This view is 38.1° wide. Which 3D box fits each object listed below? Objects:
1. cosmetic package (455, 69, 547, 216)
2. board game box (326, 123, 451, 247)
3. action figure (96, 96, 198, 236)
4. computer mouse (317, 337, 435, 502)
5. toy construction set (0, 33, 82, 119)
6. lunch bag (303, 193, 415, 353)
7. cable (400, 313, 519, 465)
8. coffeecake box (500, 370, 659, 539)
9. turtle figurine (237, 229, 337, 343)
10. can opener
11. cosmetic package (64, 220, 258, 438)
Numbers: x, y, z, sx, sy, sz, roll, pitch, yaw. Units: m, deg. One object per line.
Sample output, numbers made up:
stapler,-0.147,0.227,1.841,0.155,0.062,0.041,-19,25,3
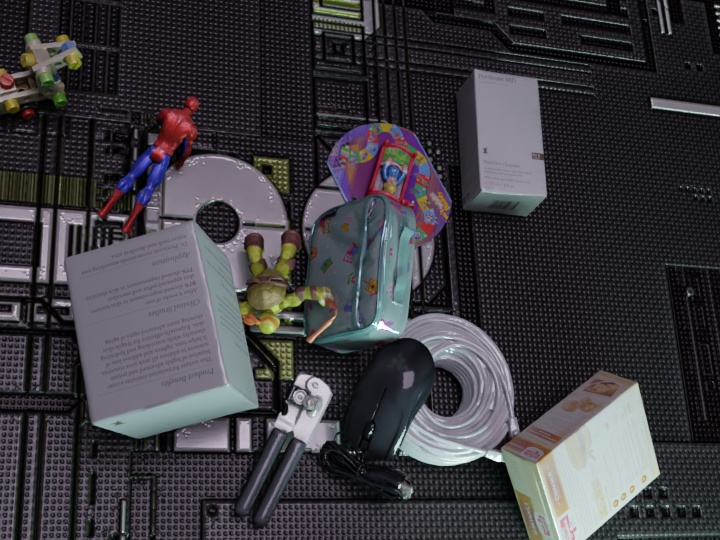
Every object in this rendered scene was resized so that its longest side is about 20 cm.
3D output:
cosmetic package,0.211,-0.192,1.571,0.111,0.081,0.203,3,70,-16
board game box,0.051,-0.132,1.516,0.156,0.039,0.202,-23,80,-25
action figure,-0.276,-0.145,1.404,0.065,0.099,0.201,33,86,-7
computer mouse,0.031,0.181,1.325,0.137,0.053,0.203,21,87,20
toy construction set,-0.459,-0.246,1.333,0.197,0.131,0.094,-4,71,-20
lunch bag,0.000,0.000,1.377,0.076,0.159,0.203,19,67,-38
cable,0.113,0.162,1.414,0.197,0.069,0.203,7,68,-15
coffeecake box,0.299,0.257,1.403,0.199,0.073,0.155,-31,115,-26
turtle figurine,-0.128,0.024,1.362,0.197,0.065,0.163,-15,50,15
can opener,-0.097,0.225,1.328,0.052,0.066,0.202,27,73,-5
cosmetic package,-0.234,0.076,1.245,0.165,0.166,0.203,-15,74,3
